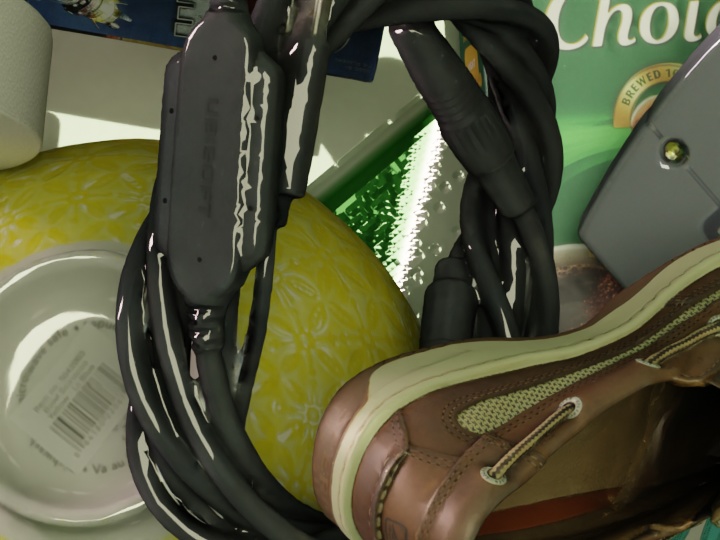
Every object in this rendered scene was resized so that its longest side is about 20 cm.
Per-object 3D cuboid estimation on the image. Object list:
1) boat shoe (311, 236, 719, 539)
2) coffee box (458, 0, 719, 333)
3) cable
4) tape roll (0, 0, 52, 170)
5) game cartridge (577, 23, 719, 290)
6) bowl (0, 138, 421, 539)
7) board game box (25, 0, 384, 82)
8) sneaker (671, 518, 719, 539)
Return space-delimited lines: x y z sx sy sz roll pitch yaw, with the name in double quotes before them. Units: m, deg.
"boat shoe" 0.089 0.046 0.768 0.201 0.075 0.075 -20 122 -27
"coffee box" 0.094 -0.060 0.915 0.122 0.044 0.201 -2 86 -6
"cable" 0.000 0.000 0.796 0.051 0.163 0.201 5 95 38
"tape roll" -0.189 -0.063 0.811 0.201 0.203 0.037 6 82 -5
"game cartridge" 0.169 -0.040 0.837 0.200 0.041 0.133 -40 99 21
"bowl" -0.075 0.045 0.839 0.199 0.108 0.202 -1 76 5
"board game box" -0.088 -0.125 0.864 0.199 0.136 0.035 10 128 -4
"sneaker" 0.057 0.120 0.875 0.200 0.080 0.078 -46 116 -3
